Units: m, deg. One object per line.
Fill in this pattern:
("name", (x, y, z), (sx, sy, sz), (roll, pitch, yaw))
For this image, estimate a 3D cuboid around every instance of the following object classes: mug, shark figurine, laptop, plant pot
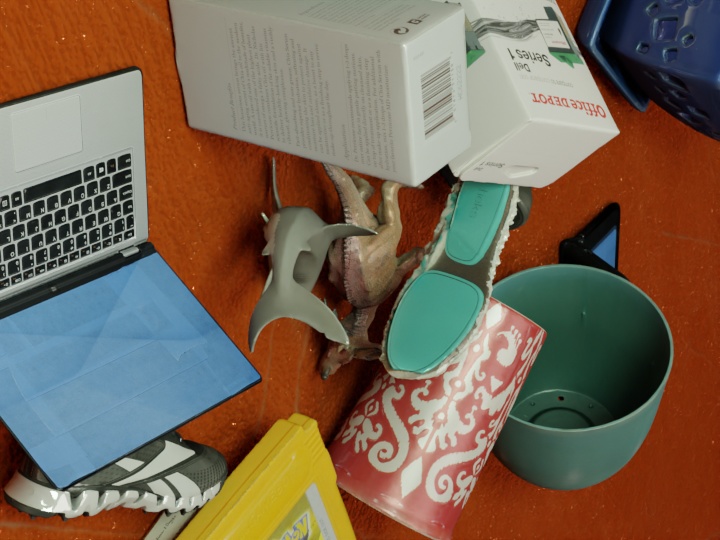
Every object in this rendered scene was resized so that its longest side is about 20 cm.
("mug", (0.057, 0.110, 1.279), (0.133, 0.177, 0.200), (30, 88, -27))
("shark figurine", (-0.032, -0.015, 1.065), (0.214, 0.089, 0.129), (-98, -171, -83))
("laptop", (-0.164, -0.003, 0.915), (0.187, 0.116, 0.201), (-27, 126, -48))
("plant pot", (0.340, -0.254, 1.475), (0.200, 0.179, 0.201), (32, 78, -57))
("plant pot", (0.199, 0.121, 1.440), (0.201, 0.200, 0.161), (-49, 152, -31))

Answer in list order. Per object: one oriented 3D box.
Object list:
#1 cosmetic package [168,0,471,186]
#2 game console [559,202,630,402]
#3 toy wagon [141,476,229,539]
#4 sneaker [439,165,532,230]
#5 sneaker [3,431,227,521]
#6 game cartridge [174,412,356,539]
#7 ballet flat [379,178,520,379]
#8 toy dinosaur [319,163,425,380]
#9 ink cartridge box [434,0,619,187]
("cosmetic package", (-0.028, -0.133, 0.976), (0.071, 0.200, 0.102), (-37, 134, -42))
("game console", (0.279, 0.054, 1.591), (0.116, 0.176, 0.201), (-15, 120, -21))
("toy wagon", (-0.121, 0.264, 1.169), (0.155, 0.039, 0.200), (-53, 143, -26))
("sneaker", (0.096, -0.139, 1.278), (0.200, 0.076, 0.114), (51, 38, -33))
("sneaker", (-0.157, 0.122, 1.027), (0.200, 0.066, 0.091), (7, 101, -54))
("game cartridge", (-0.072, 0.235, 1.163), (0.176, 0.032, 0.200), (-49, 142, -32))
("ballet flat", (0.078, 0.009, 1.169), (0.200, 0.072, 0.072), (-62, 145, -20))
("toy dinosaur", (0.000, 0.000, 1.178), (0.136, 0.086, 0.200), (-55, 145, -28))
("ink cartridge box", (0.102, -0.174, 1.150), (0.146, 0.084, 0.201), (-2, 63, -53))
